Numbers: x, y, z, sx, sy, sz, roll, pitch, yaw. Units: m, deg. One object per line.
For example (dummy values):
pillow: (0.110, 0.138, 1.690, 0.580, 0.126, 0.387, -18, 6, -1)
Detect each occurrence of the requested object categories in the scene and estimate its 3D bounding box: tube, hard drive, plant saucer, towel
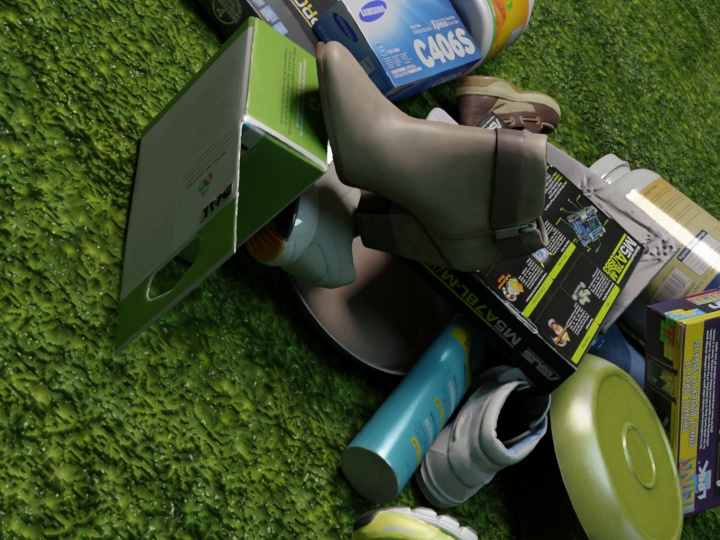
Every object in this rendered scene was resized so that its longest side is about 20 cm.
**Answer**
tube: (0.055, 0.097, 0.808, 0.050, 0.079, 0.200, 19, 40, 23)
hard drive: (0.194, -0.036, 0.999, 0.135, 0.043, 0.199, -43, 66, -16)
plant saucer: (0.000, 0.000, 0.861, 0.198, 0.032, 0.203, 28, 43, -30)
towel: (0.268, 0.098, 1.043, 0.200, 0.048, 0.112, 43, 19, -17)
plant saucer: (0.226, 0.162, 0.876, 0.199, 0.031, 0.203, 35, 43, -39)

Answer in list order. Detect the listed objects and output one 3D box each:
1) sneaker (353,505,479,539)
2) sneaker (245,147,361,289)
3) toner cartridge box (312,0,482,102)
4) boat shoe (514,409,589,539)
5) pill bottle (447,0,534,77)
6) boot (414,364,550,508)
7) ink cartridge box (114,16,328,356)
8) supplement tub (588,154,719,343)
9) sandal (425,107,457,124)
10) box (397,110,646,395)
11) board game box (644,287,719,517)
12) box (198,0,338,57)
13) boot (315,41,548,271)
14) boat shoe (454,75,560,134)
sneaker: (0.065, 0.246, 0.707, 0.200, 0.078, 0.091, 45, 45, -9)
sneaker: (-0.033, -0.072, 0.808, 0.092, 0.075, 0.203, 35, 48, -35)
toner cartridge box: (0.042, -0.221, 0.996, 0.096, 0.043, 0.199, 57, 35, 0)
boat shoe: (0.174, 0.209, 0.865, 0.066, 0.073, 0.203, 40, 43, -30)
pill bottle: (0.129, -0.294, 1.165, 0.112, 0.111, 0.200, 52, 37, -2)
boot: (0.125, 0.121, 0.849, 0.074, 0.095, 0.200, 52, 35, -1)
ink cartridge box: (-0.093, -0.045, 0.699, 0.075, 0.147, 0.203, 26, 46, -32)
supplement tub: (0.304, -0.014, 1.077, 0.200, 0.146, 0.143, 42, 33, 21)
sandal: (0.068, -0.093, 0.988, 0.079, 0.059, 0.207, 41, 26, -7)
box: (0.134, -0.024, 0.871, 0.193, 0.048, 0.200, 43, 43, 1)
board game box: (0.349, 0.118, 0.977, 0.162, 0.057, 0.204, -10, 111, -19)
box: (-0.066, -0.238, 0.958, 0.201, 0.049, 0.161, 51, 37, -8)
boot: (0.058, -0.079, 0.717, 0.202, 0.143, 0.071, 71, 22, -46)
boat shoe: (0.166, -0.166, 1.156, 0.199, 0.071, 0.074, 5, 88, -58)
